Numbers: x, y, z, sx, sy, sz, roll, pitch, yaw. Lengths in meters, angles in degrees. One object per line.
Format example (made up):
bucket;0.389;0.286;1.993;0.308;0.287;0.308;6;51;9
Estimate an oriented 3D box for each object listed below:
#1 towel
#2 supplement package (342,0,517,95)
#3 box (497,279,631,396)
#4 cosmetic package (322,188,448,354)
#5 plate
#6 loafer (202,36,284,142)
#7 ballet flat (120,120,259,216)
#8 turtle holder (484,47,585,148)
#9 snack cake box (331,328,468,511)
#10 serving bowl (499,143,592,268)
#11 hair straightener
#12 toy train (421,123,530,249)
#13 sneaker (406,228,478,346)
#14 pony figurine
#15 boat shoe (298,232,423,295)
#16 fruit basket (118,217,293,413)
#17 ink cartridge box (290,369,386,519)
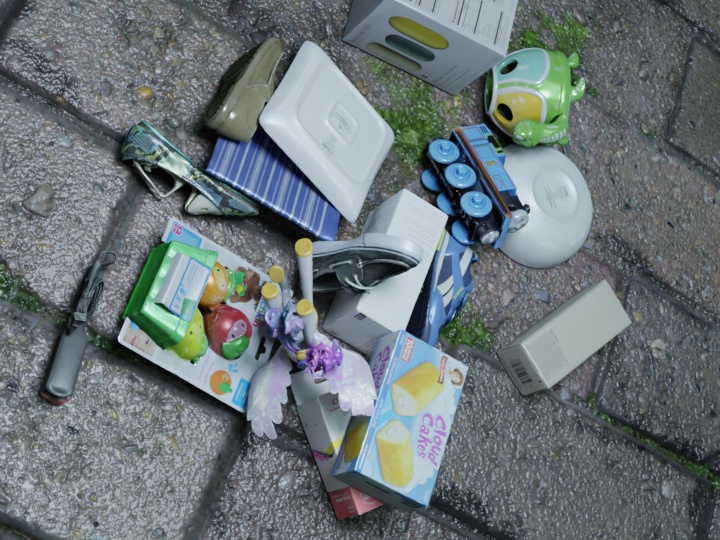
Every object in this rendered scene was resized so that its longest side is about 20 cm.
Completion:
towel;-0.110;-0.122;1.678;0.199;0.024;0.145;30;35;-15
supplement package;0.106;-0.387;1.832;0.199;0.152;0.151;23;66;-20
box;0.301;0.099;1.834;0.200;0.068;0.082;-31;90;-32
cosmetic package;0.034;0.002;1.698;0.081;0.113;0.201;29;65;-17
plate;-0.034;-0.198;1.720;0.200;0.032;0.200;47;43;-23
loafer;-0.151;-0.242;1.691;0.067;0.076;0.200;46;46;-22
ballet flat;-0.228;-0.114;1.631;0.200;0.074;0.074;36;61;-12
turtle holder;0.257;-0.248;1.877;0.131;0.141;0.186;6;70;-5
snack cake box;0.053;0.192;1.595;0.115;0.067;0.201;28;63;-19
serving bowl;0.277;-0.107;1.887;0.199;0.066;0.201;9;70;-26
hair straightener;-0.332;0.062;1.504;0.041;0.077;0.201;26;64;-16
toy train;0.167;-0.122;1.790;0.114;0.087;0.200;-13;54;-21
sneaker;0.117;0.039;1.753;0.082;0.074;0.201;27;65;-21
pony figurine;-0.070;0.092;1.556;0.166;0.200;0.194;-7;47;4
boat shoe;0.000;0.000;1.596;0.072;0.199;0.071;31;65;-36
fruit basket;-0.189;0.055;1.575;0.200;0.094;0.186;31;62;-20
ink cartridge box;-0.005;0.210;1.636;0.116;0.067;0.201;-18;83;-31
